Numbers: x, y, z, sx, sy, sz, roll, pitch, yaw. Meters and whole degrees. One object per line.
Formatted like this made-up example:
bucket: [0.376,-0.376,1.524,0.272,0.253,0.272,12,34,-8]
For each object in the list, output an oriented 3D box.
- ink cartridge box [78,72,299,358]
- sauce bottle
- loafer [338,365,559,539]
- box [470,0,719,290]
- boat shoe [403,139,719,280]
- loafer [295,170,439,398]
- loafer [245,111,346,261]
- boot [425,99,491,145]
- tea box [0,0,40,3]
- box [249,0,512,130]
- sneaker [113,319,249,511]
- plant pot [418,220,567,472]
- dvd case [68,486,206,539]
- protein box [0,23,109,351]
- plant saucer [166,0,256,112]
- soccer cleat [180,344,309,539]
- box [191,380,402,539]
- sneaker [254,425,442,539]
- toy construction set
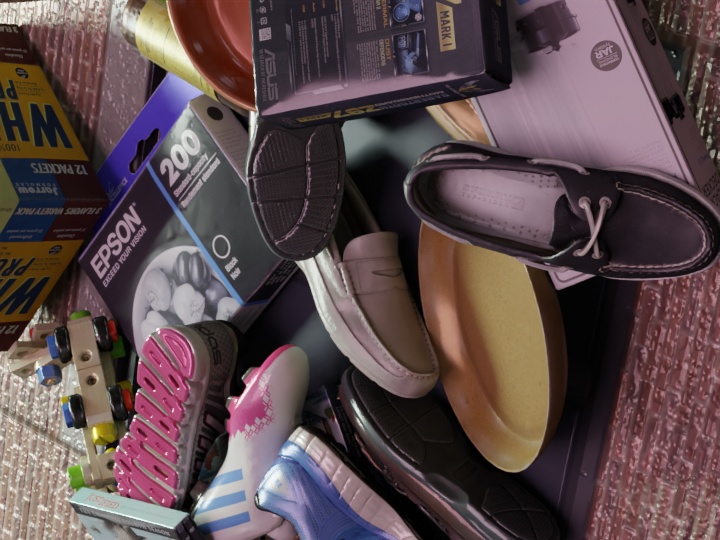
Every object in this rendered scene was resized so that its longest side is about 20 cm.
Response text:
ink cartridge box: [-0.144,-0.037,1.620,0.201,0.043,0.198,55,128,20]
sauce bottle: [-0.092,-0.154,1.540,0.199,0.064,0.065,32,118,30]
loafer: [0.051,0.150,1.463,0.200,0.072,0.063,42,129,24]
box: [0.140,-0.103,1.305,0.116,0.060,0.201,-21,98,24]
boat shoe: [0.123,-0.031,1.265,0.198,0.060,0.076,9,105,16]
loafer: [0.000,0.000,1.483,0.070,0.070,0.201,-48,65,35]
loafer: [-0.048,-0.110,1.454,0.071,0.063,0.202,-5,102,3]
boot: [0.094,-0.183,1.370,0.155,0.073,0.201,-41,69,36]
tea box: [-0.191,-0.308,1.502,0.197,0.199,0.134,-45,70,38]
box: [0.007,-0.199,1.282,0.157,0.051,0.202,-10,80,25]
sneaker: [-0.129,0.117,1.578,0.074,0.087,0.201,36,128,30]
plant pot: [0.092,0.035,1.393,0.200,0.027,0.202,167,90,-71]
dvd case: [-0.134,0.257,1.607,0.145,0.022,0.201,6,131,48]
protein box: [-0.340,-0.067,1.701,0.199,0.134,0.201,-51,57,35]
plant saucer: [-0.036,-0.199,1.355,0.199,0.032,0.202,0,89,24]
soccer cleat: [-0.065,0.145,1.525,0.086,0.070,0.201,37,126,18]
box: [-0.058,0.180,1.589,0.199,0.040,0.138,-28,79,40]
sneaker: [0.005,0.206,1.473,0.200,0.079,0.089,44,95,6]
toy construction set: [-0.217,0.112,1.681,0.201,0.092,0.131,58,168,25]
